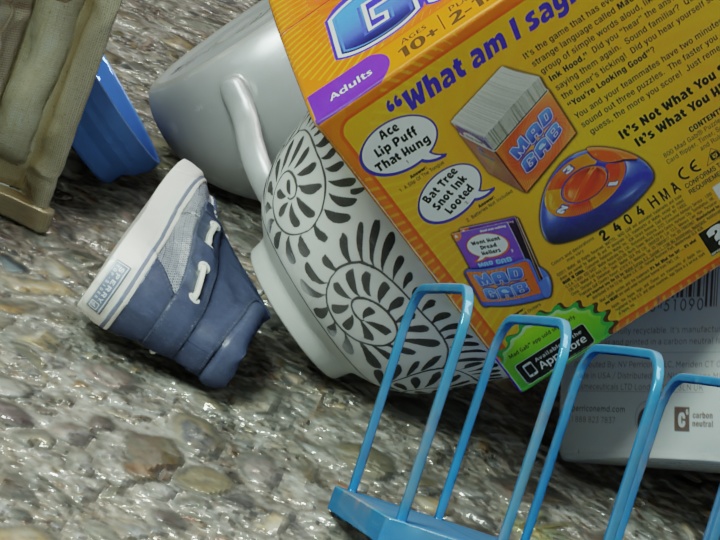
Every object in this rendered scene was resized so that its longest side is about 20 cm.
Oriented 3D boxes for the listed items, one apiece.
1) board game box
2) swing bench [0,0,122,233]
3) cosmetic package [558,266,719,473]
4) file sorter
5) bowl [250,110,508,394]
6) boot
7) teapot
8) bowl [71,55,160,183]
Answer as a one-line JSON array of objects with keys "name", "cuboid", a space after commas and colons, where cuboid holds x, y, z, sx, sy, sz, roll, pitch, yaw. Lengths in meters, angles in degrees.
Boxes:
[{"name": "board game box", "cuboid": [0.092, -0.106, 1.035, 0.200, 0.200, 0.200, 52, 10, -32]}, {"name": "swing bench", "cuboid": [-0.215, -0.105, 1.053, 0.129, 0.199, 0.200, 22, 19, -1]}, {"name": "cosmetic package", "cuboid": [0.243, 0.037, 1.148, 0.200, 0.166, 0.165, 8, -7, -35]}, {"name": "file sorter", "cuboid": [0.107, 0.094, 0.934, 0.200, 0.123, 0.139, 19, -3, -9]}, {"name": "bowl", "cuboid": [0.000, 0.000, 1.123, 0.201, 0.094, 0.201, 55, 7, -10]}, {"name": "boot", "cuboid": [-0.095, 0.004, 1.119, 0.090, 0.073, 0.200, 35, 20, -7]}, {"name": "teapot", "cuboid": [-0.036, -0.108, 1.343, 0.146, 0.200, 0.197, 57, -23, -12]}, {"name": "bowl", "cuboid": [-0.194, -0.143, 1.256, 0.201, 0.039, 0.201, 59, 0, 0]}]
